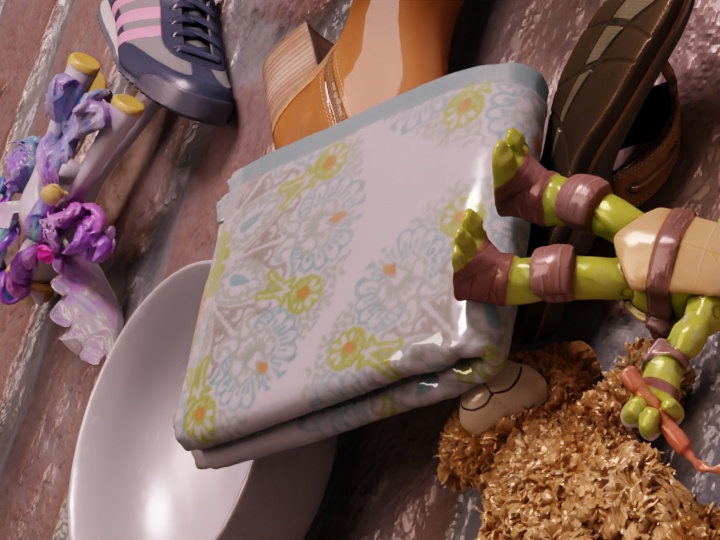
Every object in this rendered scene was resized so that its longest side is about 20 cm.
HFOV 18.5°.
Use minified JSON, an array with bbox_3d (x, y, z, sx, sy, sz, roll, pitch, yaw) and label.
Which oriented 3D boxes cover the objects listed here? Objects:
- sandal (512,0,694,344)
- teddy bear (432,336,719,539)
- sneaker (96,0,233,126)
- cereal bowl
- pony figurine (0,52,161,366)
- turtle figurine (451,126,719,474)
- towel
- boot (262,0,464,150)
[{"bbox_3d":[0.118,-0.051,1.028,0.082,0.054,0.200,-106,31,-63],"label":"sandal"},{"bbox_3d":[0.092,0.096,0.960,0.145,0.067,0.200,-45,38,30],"label":"teddy bear"},{"bbox_3d":[-0.121,-0.165,1.444,0.082,0.070,0.200,-60,33,19],"label":"sneaker"},{"bbox_3d":[-0.074,0.099,1.200,0.200,0.083,0.200,-35,44,43],"label":"cereal bowl"},{"bbox_3d":[-0.200,-0.038,1.443,0.200,0.166,0.193,-61,0,18],"label":"pony figurine"},{"bbox_3d":[0.130,-0.013,0.937,0.161,0.064,0.200,15,70,22],"label":"turtle figurine"},{"bbox_3d":[0.000,0.000,1.059,0.200,0.048,0.171,-21,46,36],"label":"towel"},{"bbox_3d":[0.028,-0.104,1.180,0.200,0.077,0.155,-39,48,24],"label":"boot"}]
